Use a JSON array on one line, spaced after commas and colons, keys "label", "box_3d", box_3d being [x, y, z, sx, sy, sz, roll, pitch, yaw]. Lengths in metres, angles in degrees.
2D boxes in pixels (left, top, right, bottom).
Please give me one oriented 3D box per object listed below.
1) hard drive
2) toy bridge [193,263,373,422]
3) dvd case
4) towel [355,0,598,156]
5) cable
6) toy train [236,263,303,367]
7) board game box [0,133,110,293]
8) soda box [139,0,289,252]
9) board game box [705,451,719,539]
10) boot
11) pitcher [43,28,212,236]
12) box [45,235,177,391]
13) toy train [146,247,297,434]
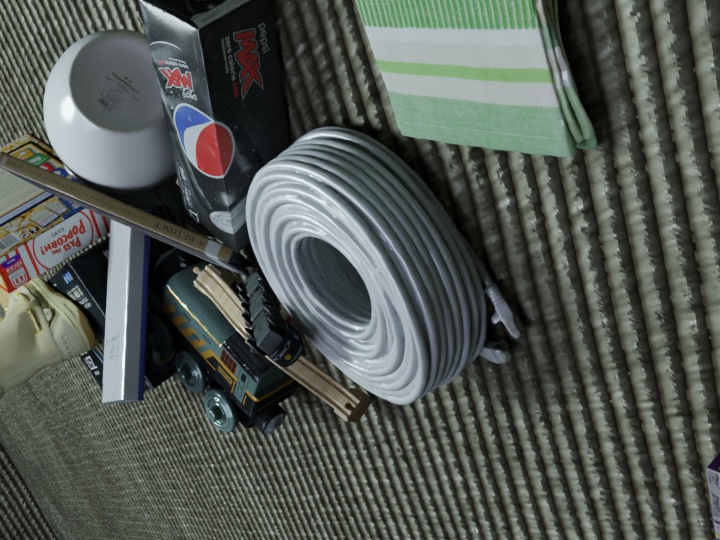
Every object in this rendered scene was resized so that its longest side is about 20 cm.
[{"label": "hard drive", "box_3d": [-0.233, 0.030, 1.042, 0.132, 0.025, 0.202, 159, 113, -67]}, {"label": "toy bridge", "box_3d": [-0.077, 0.059, 0.914, 0.200, 0.027, 0.067, 40, -176, 19]}, {"label": "dvd case", "box_3d": [-0.190, -0.043, 0.882, 0.199, 0.016, 0.149, 22, 176, 2]}, {"label": "towel", "box_3d": [0.044, -0.156, 0.545, 0.152, 0.023, 0.201, 17, 136, 50]}, {"label": "cable", "box_3d": [0.000, 0.000, 0.731, 0.201, 0.069, 0.200, 58, 152, -7]}, {"label": "toy train", "box_3d": [-0.071, 0.034, 0.839, 0.046, 0.034, 0.200, 38, -175, -16]}, {"label": "board game box", "box_3d": [-0.376, -0.070, 1.153, 0.200, 0.151, 0.047, 31, 144, 39]}, {"label": "soda box", "box_3d": [-0.098, -0.114, 0.757, 0.063, 0.071, 0.201, 32, 145, 30]}, {"label": "board game box", "box_3d": [0.263, 0.199, 0.589, 0.120, 0.032, 0.201, 15, 133, 45]}, {"label": "boot", "box_3d": [-0.401, 0.079, 1.164, 0.199, 0.155, 0.073, 23, 138, 46]}, {"label": "pitcher", "box_3d": [-0.175, -0.103, 0.863, 0.171, 0.122, 0.200, 35, 163, -3]}, {"label": "box", "box_3d": [-0.277, 0.055, 1.205, 0.164, 0.086, 0.200, 58, 152, -7]}, {"label": "toy train", "box_3d": [-0.137, 0.066, 1.014, 0.200, 0.085, 0.114, 46, 138, 22]}]
